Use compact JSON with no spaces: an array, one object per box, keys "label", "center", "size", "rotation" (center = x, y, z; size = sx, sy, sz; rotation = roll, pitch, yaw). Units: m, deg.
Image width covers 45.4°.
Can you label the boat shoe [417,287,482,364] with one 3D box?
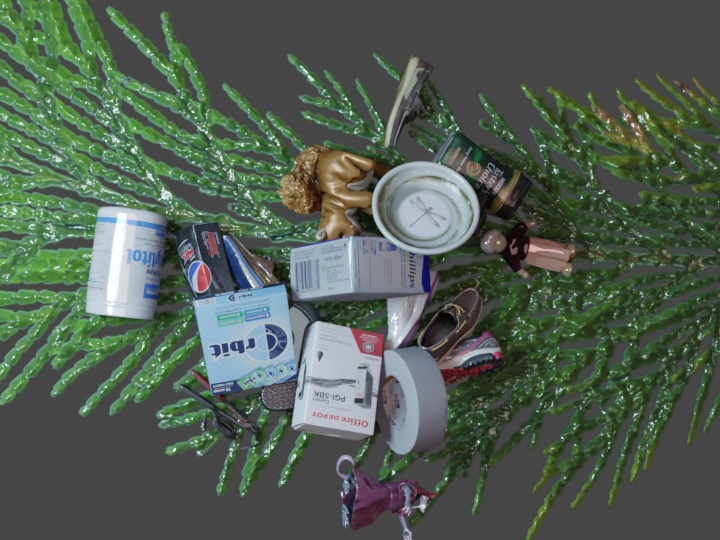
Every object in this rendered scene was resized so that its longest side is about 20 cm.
[{"label":"boat shoe","center":[0.180,0.103,1.724],"size":[0.072,0.060,0.200],"rotation":[28,63,28]}]

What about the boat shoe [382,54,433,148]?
[{"label":"boat shoe","center":[0.099,-0.338,1.748],"size":[0.066,0.072,0.202],"rotation":[18,81,-3]}]

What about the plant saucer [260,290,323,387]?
[{"label":"plant saucer","center":[-0.165,0.138,1.713],"size":[0.199,0.027,0.201],"rotation":[0,88,-8]}]

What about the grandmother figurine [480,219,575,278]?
[{"label":"grandmother figurine","center":[0.342,-0.047,1.784],"size":[0.199,0.061,0.122],"rotation":[10,78,-11]}]

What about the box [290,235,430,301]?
[{"label":"box","center":[0.000,0.000,1.629],"size":[0.200,0.184,0.105],"rotation":[2,83,-41]}]

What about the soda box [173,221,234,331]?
[{"label":"soda box","center":[-0.296,0.011,1.665],"size":[0.071,0.063,0.201],"rotation":[-14,90,-52]}]

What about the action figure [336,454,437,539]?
[{"label":"action figure","center":[0.055,0.452,1.719],"size":[0.199,0.134,0.149],"rotation":[-3,46,-21]}]

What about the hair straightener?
[{"label":"hair straightener","center":[-0.280,0.286,1.689],"size":[0.200,0.041,0.077],"rotation":[43,83,-10]}]

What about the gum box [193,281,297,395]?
[{"label":"gum box","center":[-0.213,0.131,1.623],"size":[0.169,0.045,0.201],"rotation":[-10,121,-10]}]

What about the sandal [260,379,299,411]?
[{"label":"sandal","center":[-0.098,0.247,1.706],"size":[0.200,0.048,0.076],"rotation":[5,74,-11]}]

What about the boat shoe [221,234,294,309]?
[{"label":"boat shoe","center":[-0.205,0.008,1.692],"size":[0.072,0.072,0.200],"rotation":[-28,79,-34]}]

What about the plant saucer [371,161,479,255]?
[{"label":"plant saucer","center":[0.119,-0.107,1.594],"size":[0.199,0.050,0.201],"rotation":[2,61,-3]}]

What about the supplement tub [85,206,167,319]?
[{"label":"supplement tub","center":[-0.440,-0.013,1.623],"size":[0.131,0.132,0.201],"rotation":[6,87,-9]}]

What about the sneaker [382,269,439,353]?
[{"label":"sneaker","center":[0.081,0.078,1.742],"size":[0.099,0.075,0.201],"rotation":[25,84,12]}]

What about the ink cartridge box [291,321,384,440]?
[{"label":"ink cartridge box","center":[-0.041,0.214,1.658],"size":[0.146,0.083,0.201],"rotation":[12,70,-17]}]

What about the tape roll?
[{"label":"tape roll","center":[0.093,0.249,1.658],"size":[0.066,0.200,0.201],"rotation":[-5,89,-24]}]

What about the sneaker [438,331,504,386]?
[{"label":"sneaker","center":[0.188,0.184,1.749],"size":[0.199,0.081,0.075],"rotation":[-13,54,1]}]

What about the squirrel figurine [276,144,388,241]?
[{"label":"squirrel figurine","center":[-0.060,-0.145,1.703],"size":[0.199,0.142,0.187],"rotation":[17,96,6]}]

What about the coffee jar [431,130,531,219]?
[{"label":"coffee jar","center":[0.246,-0.191,1.759],"size":[0.200,0.085,0.105],"rotation":[31,84,-7]}]

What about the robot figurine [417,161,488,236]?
[{"label":"robot figurine","center":[0.149,-0.131,1.703],"size":[0.199,0.125,0.151],"rotation":[15,95,19]}]
